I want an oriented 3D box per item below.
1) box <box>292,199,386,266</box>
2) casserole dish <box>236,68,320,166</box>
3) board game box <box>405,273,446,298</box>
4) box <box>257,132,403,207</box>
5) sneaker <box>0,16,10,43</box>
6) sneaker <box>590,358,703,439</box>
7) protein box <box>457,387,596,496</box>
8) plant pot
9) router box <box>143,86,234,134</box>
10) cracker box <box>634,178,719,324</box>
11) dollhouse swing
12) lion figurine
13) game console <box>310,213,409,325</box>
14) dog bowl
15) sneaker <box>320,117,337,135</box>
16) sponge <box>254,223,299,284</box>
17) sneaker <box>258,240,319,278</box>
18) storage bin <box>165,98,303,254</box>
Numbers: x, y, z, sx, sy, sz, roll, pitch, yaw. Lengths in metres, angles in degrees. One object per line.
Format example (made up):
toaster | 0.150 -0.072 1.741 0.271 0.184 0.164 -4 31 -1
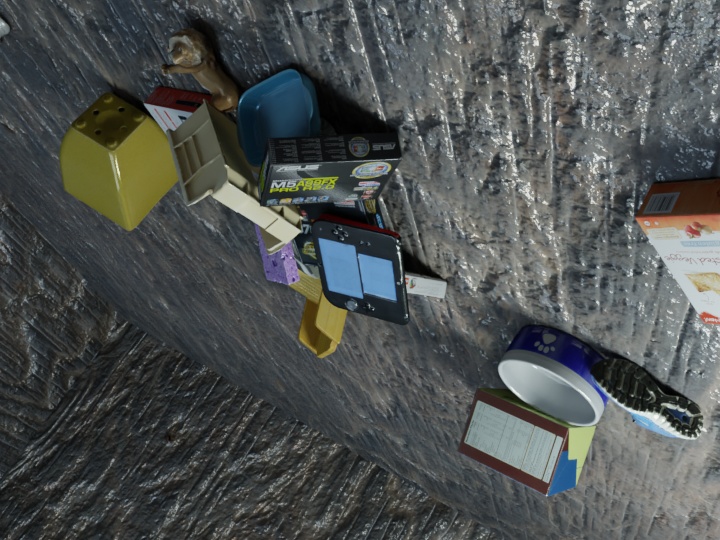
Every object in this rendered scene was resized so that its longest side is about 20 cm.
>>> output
box | -0.044 -0.079 1.395 0.197 0.046 0.161 8 129 37
casserole dish | -0.123 -0.231 1.203 0.198 0.038 0.124 -11 88 48
board game box | 0.048 0.017 1.478 0.125 0.035 0.198 10 179 -44
box | -0.051 -0.150 1.185 0.196 0.045 0.160 -5 165 -16
sneaker | -0.831 -0.511 1.715 0.074 0.081 0.199 43 159 -26
sneaker | 0.466 0.223 1.313 0.198 0.079 0.089 34 156 2
protein box | 0.333 0.336 1.566 0.198 0.137 0.197 21 -177 32
plant pot | -0.510 -0.248 1.641 0.192 0.197 0.201 30 152 11
router box | -0.294 -0.251 1.494 0.177 0.049 0.201 19 153 37
cracker box | 0.425 -0.015 0.901 0.200 0.058 0.133 46 157 -26
dollhouse swing | -0.134 0.083 1.813 0.173 0.185 0.200 17 163 -13
lion figurine | -0.250 -0.318 1.283 0.121 0.074 0.199 6 160 38
game console | 0.000 0.000 1.367 0.174 0.031 0.203 18 136 29
dog bowl | 0.352 0.190 1.412 0.198 0.079 0.201 31 159 13
sneaker | -0.088 -0.198 1.286 0.198 0.070 0.099 17 160 45
sponge | -0.176 -0.076 1.561 0.111 0.029 0.204 12 117 59
sneaker | -0.164 -0.066 1.652 0.144 0.077 0.203 22 155 27
storage bin | -0.206 -0.150 1.314 0.199 0.093 0.201 34 -154 -48
